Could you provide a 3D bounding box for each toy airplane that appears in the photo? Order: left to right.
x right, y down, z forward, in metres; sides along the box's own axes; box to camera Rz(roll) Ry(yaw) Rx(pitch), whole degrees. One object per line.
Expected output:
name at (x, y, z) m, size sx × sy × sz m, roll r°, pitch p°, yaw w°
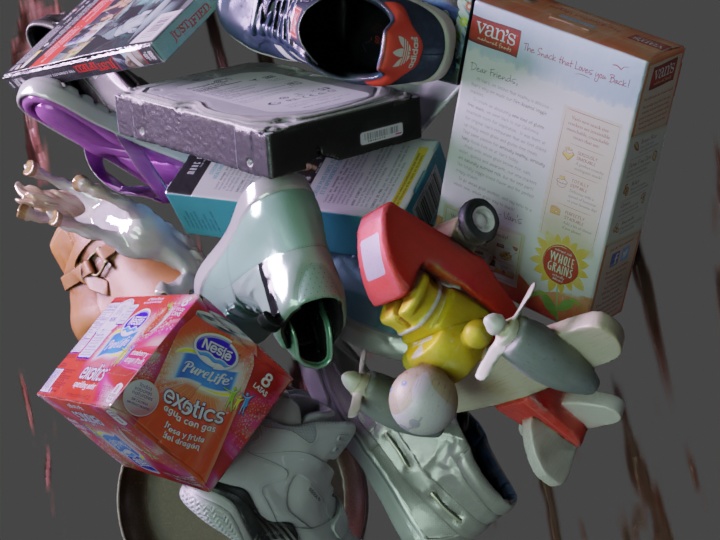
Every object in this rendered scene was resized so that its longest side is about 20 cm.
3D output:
toy airplane at (0.075, 0.068, 1.009) m, size 0.199 × 0.141 × 0.200 m, roll 26°, pitch 138°, yaw 26°

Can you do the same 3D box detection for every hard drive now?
hard drive at (-0.071, -0.115, 1.118) m, size 0.200 × 0.140 × 0.038 m, roll 19°, pitch 119°, yaw 49°

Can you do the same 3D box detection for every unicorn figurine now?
unicorn figurine at (-0.190, -0.030, 1.200) m, size 0.074 × 0.137 × 0.200 m, roll -55°, pitch 39°, yaw 11°

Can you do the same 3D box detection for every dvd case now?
dvd case at (-0.179, -0.201, 1.199) m, size 0.200 × 0.146 × 0.022 m, roll -4°, pitch 129°, yaw 46°

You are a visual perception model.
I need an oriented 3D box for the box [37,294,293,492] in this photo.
box at (-0.144, 0.083, 1.089) m, size 0.095 × 0.100 × 0.200 m, roll 43°, pitch 161°, yaw -18°

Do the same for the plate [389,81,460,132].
plate at (0.042, -0.225, 1.113) m, size 0.200 × 0.032 × 0.200 m, roll -45°, pitch 71°, yaw 31°

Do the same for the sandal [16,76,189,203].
sandal at (-0.189, -0.085, 1.225) m, size 0.082 × 0.203 × 0.050 m, roll -29°, pitch 35°, yaw 64°

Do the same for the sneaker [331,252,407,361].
sneaker at (0.000, 0.000, 1.150) m, size 0.200 × 0.074 × 0.082 m, roll 31°, pitch 117°, yaw 28°

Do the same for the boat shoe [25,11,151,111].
boat shoe at (-0.213, -0.146, 1.294) m, size 0.200 × 0.057 × 0.067 m, roll 47°, pitch 120°, yaw 22°

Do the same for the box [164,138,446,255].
box at (-0.039, -0.061, 1.138) m, size 0.200 × 0.082 × 0.049 m, roll 8°, pitch 142°, yaw 27°

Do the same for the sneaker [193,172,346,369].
sneaker at (-0.065, 0.033, 1.086) m, size 0.200 × 0.074 × 0.118 m, roll 114°, pitch 142°, yaw -55°

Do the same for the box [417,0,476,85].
box at (0.010, -0.221, 1.092) m, size 0.200 × 0.040 × 0.137 m, roll 20°, pitch 107°, yaw 32°

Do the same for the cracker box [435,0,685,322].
cracker box at (0.130, -0.075, 1.036) m, size 0.134 × 0.058 × 0.200 m, roll 27°, pitch 123°, yaw 30°

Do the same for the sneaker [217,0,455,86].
sneaker at (-0.035, -0.174, 1.055) m, size 0.200 × 0.084 × 0.075 m, roll 15°, pitch 107°, yaw 34°

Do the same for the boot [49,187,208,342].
boot at (-0.185, -0.007, 1.287) m, size 0.200 × 0.074 × 0.155 m, roll -36°, pitch 69°, yaw 28°

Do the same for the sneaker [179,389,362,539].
sneaker at (-0.035, 0.161, 1.127) m, size 0.075 × 0.200 × 0.115 m, roll 29°, pitch 85°, yaw 47°

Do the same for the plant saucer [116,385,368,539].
plant saucer at (-0.093, 0.182, 1.218) m, size 0.200 × 0.032 × 0.200 m, roll 0°, pitch 94°, yaw 2°

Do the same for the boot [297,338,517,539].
boot at (0.039, 0.113, 1.149) m, size 0.096 × 0.074 × 0.200 m, roll -38°, pitch 81°, yaw 25°

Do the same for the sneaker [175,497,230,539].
sneaker at (-0.109, 0.172, 1.256) m, size 0.075 × 0.070 × 0.200 m, roll -14°, pitch 90°, yaw 29°
